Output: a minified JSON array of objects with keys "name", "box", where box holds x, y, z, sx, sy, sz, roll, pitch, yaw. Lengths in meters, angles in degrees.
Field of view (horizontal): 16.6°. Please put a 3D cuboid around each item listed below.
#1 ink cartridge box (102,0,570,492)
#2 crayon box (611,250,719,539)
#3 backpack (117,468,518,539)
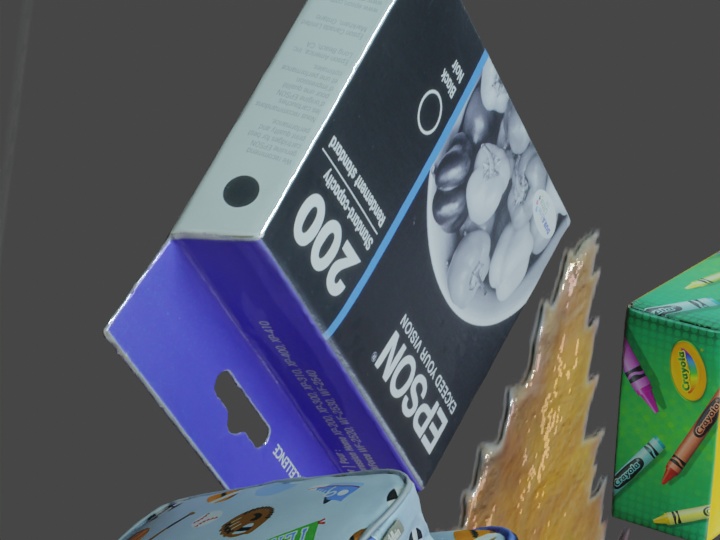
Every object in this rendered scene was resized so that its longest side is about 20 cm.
[{"name":"ink cartridge box","box":[0.000,0.000,0.982,0.200,0.043,0.198,-59,146,-21]},{"name":"crayon box","box":[0.208,0.051,1.311,0.200,0.058,0.119,-25,123,-51]},{"name":"backpack","box":[-0.034,0.167,0.867,0.154,0.200,0.191,55,45,-19]}]
